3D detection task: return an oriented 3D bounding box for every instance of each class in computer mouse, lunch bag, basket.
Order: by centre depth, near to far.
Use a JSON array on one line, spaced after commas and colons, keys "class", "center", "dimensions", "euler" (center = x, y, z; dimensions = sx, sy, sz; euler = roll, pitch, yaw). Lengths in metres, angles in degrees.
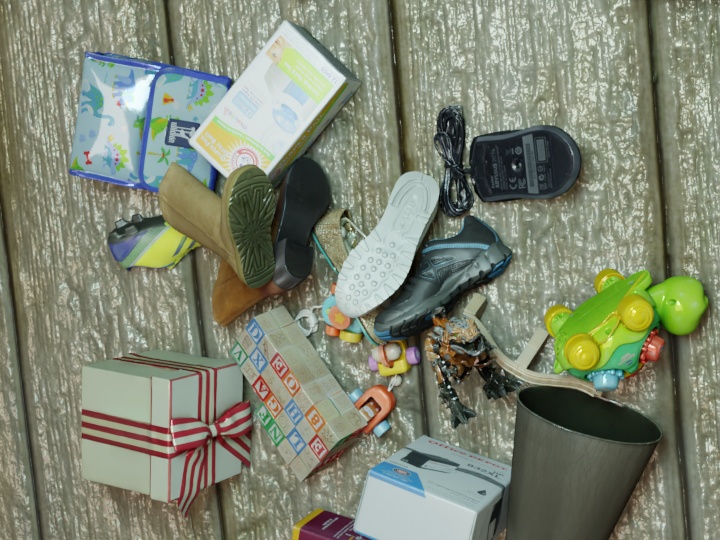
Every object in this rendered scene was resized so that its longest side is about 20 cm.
[{"class": "basket", "center": [0.250, 0.263, 1.461], "dimensions": [0.178, 0.136, 0.203], "euler": [14, 107, 1]}, {"class": "computer mouse", "center": [0.187, -0.136, 1.482], "dimensions": [0.198, 0.052, 0.141], "euler": [3, 100, 35]}, {"class": "lunch bag", "center": [-0.282, -0.197, 1.640], "dimensions": [0.197, 0.128, 0.173], "euler": [12, 101, 2]}]

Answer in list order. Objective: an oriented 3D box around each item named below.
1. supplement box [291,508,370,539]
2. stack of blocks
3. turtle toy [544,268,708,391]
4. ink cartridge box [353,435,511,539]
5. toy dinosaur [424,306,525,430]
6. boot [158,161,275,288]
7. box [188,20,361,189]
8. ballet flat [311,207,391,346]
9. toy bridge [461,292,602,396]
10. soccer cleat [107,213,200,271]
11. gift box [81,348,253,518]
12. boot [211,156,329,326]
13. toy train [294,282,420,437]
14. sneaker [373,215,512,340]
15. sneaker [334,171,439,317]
[{"class": "supplement box", "center": [0.006, 0.407, 1.609], "dimensions": [0.197, 0.085, 0.112], "euler": [13, 102, 21]}, {"class": "stack of blocks", "center": [-0.091, 0.164, 1.612], "dimensions": [0.201, 0.058, 0.115], "euler": [54, 134, 15]}, {"class": "turtle toy", "center": [0.312, 0.066, 1.413], "dimensions": [0.199, 0.146, 0.102], "euler": [-36, 106, 7]}, {"class": "ink cartridge box", "center": [0.099, 0.283, 1.490], "dimensions": [0.143, 0.200, 0.085], "euler": [17, 101, 20]}, {"class": "toy dinosaur", "center": [0.123, 0.106, 1.472], "dimensions": [0.101, 0.200, 0.137], "euler": [-31, 88, 6]}, {"class": "boot", "center": [-0.189, -0.087, 1.512], "dimensions": [0.199, 0.066, 0.177], "euler": [37, 137, 40]}, {"class": "box", "center": [-0.108, -0.203, 1.547], "dimensions": [0.112, 0.101, 0.200], "euler": [43, 102, 5]}, {"class": "ballet flat", "center": [0.000, 0.000, 1.549], "dimensions": [0.065, 0.070, 0.202], "euler": [-35, 67, 14]}, {"class": "toy bridge", "center": [0.211, 0.103, 1.490], "dimensions": [0.198, 0.067, 0.027], "euler": [30, 149, 17]}, {"class": "soccer cleat", "center": [-0.259, -0.044, 1.688], "dimensions": [0.197, 0.065, 0.084], "euler": [-10, 123, 20]}, {"class": "gift box", "center": [-0.257, 0.219, 1.653], "dimensions": [0.184, 0.184, 0.203], "euler": [5, 103, 31]}, {"class": "boot", "center": [-0.123, -0.037, 1.606], "dimensions": [0.199, 0.068, 0.191], "euler": [-28, 53, 50]}, {"class": "toy train", "center": [-0.009, 0.117, 1.593], "dimensions": [0.150, 0.055, 0.201], "euler": [-41, 81, 22]}, {"class": "sneaker", "center": [0.091, 0.013, 1.508], "dimensions": [0.199, 0.073, 0.082], "euler": [-35, 72, -9]}, {"class": "sneaker", "center": [0.038, -0.024, 1.500], "dimensions": [0.076, 0.081, 0.201], "euler": [33, 81, 8]}]
